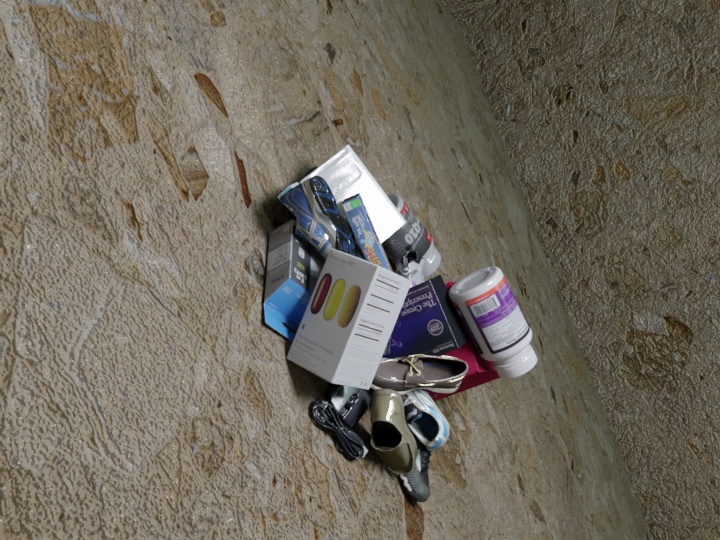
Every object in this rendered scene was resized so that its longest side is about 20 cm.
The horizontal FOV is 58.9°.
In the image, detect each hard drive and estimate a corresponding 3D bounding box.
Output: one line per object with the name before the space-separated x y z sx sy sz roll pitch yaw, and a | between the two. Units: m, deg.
hard drive | -0.015 -0.138 1.302 0.200 0.132 0.026 52 -15 -9

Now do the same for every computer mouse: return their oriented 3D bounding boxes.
computer mouse | -0.012 0.223 1.141 0.139 0.053 0.200 53 29 -22

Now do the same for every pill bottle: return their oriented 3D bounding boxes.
pill bottle | 0.104 -0.076 1.535 0.200 0.114 0.114 48 31 -31
pill bottle | 0.261 0.103 1.229 0.200 0.111 0.111 61 27 -11

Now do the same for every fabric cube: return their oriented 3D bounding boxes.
fabric cube | 0.174 0.160 1.370 0.196 0.199 0.201 19 52 -57

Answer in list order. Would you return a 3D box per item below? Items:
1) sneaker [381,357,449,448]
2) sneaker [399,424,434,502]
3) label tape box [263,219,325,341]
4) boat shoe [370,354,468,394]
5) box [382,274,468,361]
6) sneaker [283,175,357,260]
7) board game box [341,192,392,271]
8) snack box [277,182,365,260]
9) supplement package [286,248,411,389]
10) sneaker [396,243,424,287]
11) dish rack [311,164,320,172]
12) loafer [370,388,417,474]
sneaker | 0.089 0.242 1.183 0.200 0.072 0.072 48 13 15
sneaker | 0.113 0.338 1.228 0.066 0.090 0.201 24 48 -51
label tape box | -0.099 0.031 1.131 0.143 0.066 0.200 40 34 -40
boat shoe | 0.103 0.185 1.162 0.199 0.060 0.072 7 47 -22
box | 0.088 0.114 1.249 0.141 0.200 0.079 66 25 2
sneaker | -0.066 -0.069 1.128 0.200 0.077 0.076 66 25 -21
board game box | 0.021 -0.047 1.212 0.135 0.034 0.200 -83 150 -81
snack box | -0.069 -0.084 1.220 0.200 0.037 0.116 45 8 -7
supplement package | -0.018 0.082 1.071 0.109 0.114 0.200 23 88 -52
sneaker | 0.126 0.008 1.476 0.200 0.077 0.140 21 67 -79
dish rack | -0.026 -0.151 1.385 0.200 0.055 0.154 41 22 -25
loafer | 0.051 0.300 1.134 0.068 0.075 0.200 -63 143 -50
